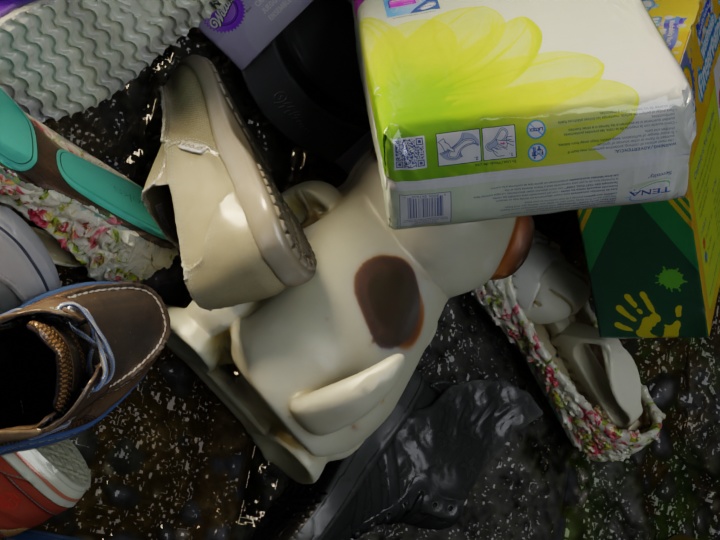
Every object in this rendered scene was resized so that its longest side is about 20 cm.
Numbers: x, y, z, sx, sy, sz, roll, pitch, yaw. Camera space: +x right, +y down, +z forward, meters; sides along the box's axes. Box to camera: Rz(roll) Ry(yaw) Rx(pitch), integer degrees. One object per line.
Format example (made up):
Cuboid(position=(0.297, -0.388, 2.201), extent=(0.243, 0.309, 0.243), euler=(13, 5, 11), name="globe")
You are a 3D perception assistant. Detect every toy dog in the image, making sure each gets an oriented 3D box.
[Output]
Cuboid(position=(0.000, 0.000, 0.856), extent=(0.140, 0.194, 0.200), euler=(46, 74, -9), name="toy dog")

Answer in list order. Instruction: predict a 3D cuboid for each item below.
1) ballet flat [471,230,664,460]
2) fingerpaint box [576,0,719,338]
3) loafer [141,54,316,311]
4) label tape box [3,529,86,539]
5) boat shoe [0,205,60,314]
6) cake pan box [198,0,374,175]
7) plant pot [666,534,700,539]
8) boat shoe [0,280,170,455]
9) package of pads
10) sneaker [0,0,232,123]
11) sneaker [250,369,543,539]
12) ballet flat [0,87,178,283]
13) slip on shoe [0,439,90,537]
Cuboid(position=(0.134, 0.036, 0.992), extent=(0.076, 0.064, 0.200), euler=(-45, 107, -31), name="ballet flat")
Cuboid(position=(0.185, -0.083, 0.959), extent=(0.200, 0.073, 0.168), euler=(-62, 144, -50), name="fingerpaint box")
Cuboid(position=(-0.084, -0.049, 0.825), extent=(0.068, 0.200, 0.076), euler=(-29, 126, 0), name="loafer")
Cuboid(position=(-0.086, 0.202, 0.808), extent=(0.199, 0.144, 0.064), euler=(29, 72, -25), name="label tape box")
Cuboid(position=(-0.222, -0.011, 0.755), extent=(0.200, 0.073, 0.067), euler=(46, 33, -45), name="boat shoe")
Cuboid(position=(0.020, -0.158, 0.902), extent=(0.200, 0.052, 0.184), euler=(-40, 109, 14), name="cake pan box")
Cuboid(position=(0.226, 0.302, 0.966), extent=(0.199, 0.176, 0.201), euler=(-24, 98, -30), name="plant pot")
Cuboid(position=(-0.155, 0.051, 0.744), extent=(0.200, 0.072, 0.073), euler=(-31, 95, -47), name="boat shoe")
Cuboid(position=(0.079, -0.100, 0.795), extent=(0.153, 0.200, 0.069), euler=(-6, 125, -1), name="package of pads")
Cuboid(position=(-0.138, -0.159, 0.853), extent=(0.199, 0.100, 0.070), euler=(-31, 128, 0), name="sneaker")
Cuboid(position=(0.021, 0.131, 0.927), extent=(0.104, 0.060, 0.200), euler=(43, 66, -19), name="sneaker")
Cuboid(position=(-0.183, -0.048, 0.811), extent=(0.200, 0.064, 0.076), euler=(38, 23, -28), name="ballet flat")
Cuboid(position=(-0.227, 0.061, 0.786), extent=(0.061, 0.074, 0.200), euler=(-42, 104, 7), name="slip on shoe")
